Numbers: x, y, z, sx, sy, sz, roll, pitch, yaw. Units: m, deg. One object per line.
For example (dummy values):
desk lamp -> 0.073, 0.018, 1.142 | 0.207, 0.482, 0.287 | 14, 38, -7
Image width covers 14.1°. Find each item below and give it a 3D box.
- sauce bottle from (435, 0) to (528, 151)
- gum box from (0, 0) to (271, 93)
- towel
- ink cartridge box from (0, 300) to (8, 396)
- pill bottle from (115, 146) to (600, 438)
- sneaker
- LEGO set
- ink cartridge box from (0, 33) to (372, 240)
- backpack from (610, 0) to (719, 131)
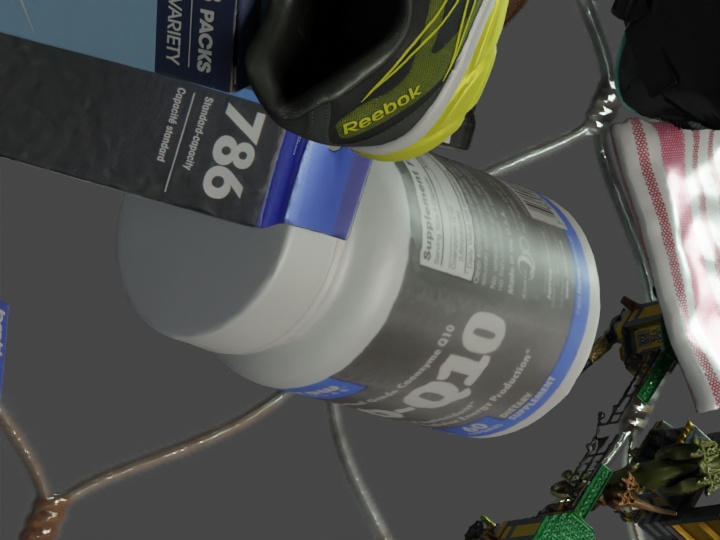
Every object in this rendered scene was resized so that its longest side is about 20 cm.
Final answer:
sauce bottle -> 0.048, -0.151, 1.214 | 0.065, 0.065, 0.201 | 9, 98, -48
gum box -> -0.109, -0.163, 0.942 | 0.045, 0.199, 0.171 | -29, 129, -54
towel -> 0.209, -0.015, 1.429 | 0.200, 0.030, 0.147 | -10, 78, -44
ink cartridge box -> -0.202, 0.029, 1.021 | 0.200, 0.042, 0.120 | 34, 49, -47
pill bottle -> 0.000, 0.000, 1.206 | 0.200, 0.114, 0.114 | 17, 96, -49
sneaker -> 0.024, -0.124, 0.900 | 0.085, 0.074, 0.201 | -11, 121, -62
LEGO set -> 0.130, 0.115, 1.430 | 0.154, 0.116, 0.200 | 33, 67, -21
ink cartridge box -> -0.080, -0.079, 1.060 | 0.199, 0.039, 0.100 | 14, 98, -14
backpack -> 0.233, -0.142, 1.362 | 0.200, 0.153, 0.176 | -6, 108, -52
